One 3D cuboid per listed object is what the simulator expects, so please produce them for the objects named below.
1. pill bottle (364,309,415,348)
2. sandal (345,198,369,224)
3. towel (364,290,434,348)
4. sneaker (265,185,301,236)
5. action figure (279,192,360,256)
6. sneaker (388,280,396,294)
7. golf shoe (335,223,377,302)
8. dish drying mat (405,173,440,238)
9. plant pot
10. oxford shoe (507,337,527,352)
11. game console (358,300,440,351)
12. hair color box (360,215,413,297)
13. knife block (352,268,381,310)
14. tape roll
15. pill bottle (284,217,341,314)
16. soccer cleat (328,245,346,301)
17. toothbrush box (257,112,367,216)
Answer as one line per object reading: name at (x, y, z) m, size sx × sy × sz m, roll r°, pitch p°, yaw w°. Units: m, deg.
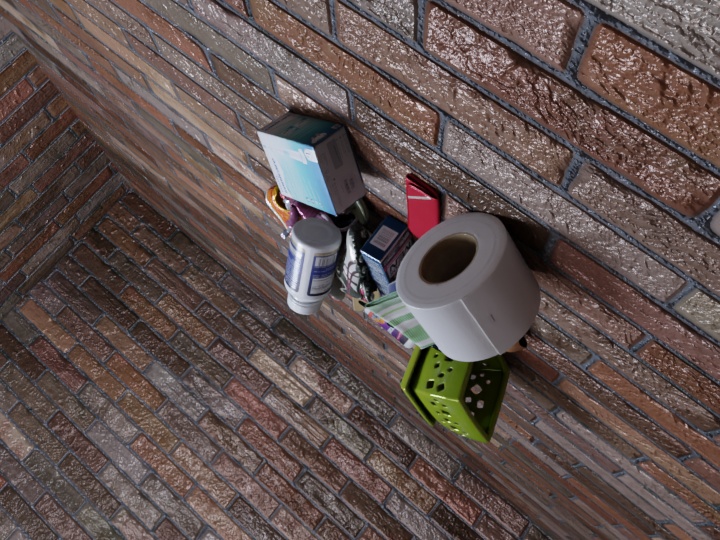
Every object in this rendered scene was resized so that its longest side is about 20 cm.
pill bottle at (0.117, 0.122, 1.703) m, size 0.199 × 0.112 × 0.112 m, roll 40°, pitch 165°, yaw 5°
sandal at (-0.060, -0.164, 1.443) m, size 0.200 × 0.057 × 0.080 m, roll 41°, pitch 165°, yaw 3°
towel at (0.126, 0.090, 1.333) m, size 0.151 × 0.024 × 0.199 m, roll -23°, pitch 140°, yaw 29°
sneaker at (-0.169, -0.139, 1.776) m, size 0.200 × 0.073 × 0.077 m, roll 45°, pitch 155°, yaw -22°
action figure at (-0.109, -0.121, 1.544) m, size 0.199 × 0.135 × 0.149 m, roll 37°, pitch 164°, yaw 4°
sneaker at (0.160, 0.062, 1.383) m, size 0.196 × 0.082 × 0.115 m, roll -12°, pitch 147°, yaw 27°
golf shoe at (-0.017, -0.013, 1.456) m, size 0.087 × 0.078 × 0.202 m, roll 9°, pitch 133°, yaw 20°
dish drying mat at (0.114, -0.104, 1.249) m, size 0.076 × 0.018 × 0.201 m, roll 36°, pitch 164°, yaw 18°
plant pot at (0.213, 0.254, 1.567) m, size 0.179 × 0.201 × 0.201 m, roll 1°, pitch 142°, yaw 36°
oxford shoe at (0.279, 0.089, 1.322) m, size 0.070 × 0.072 × 0.201 m, roll -4°, pitch 140°, yaw 30°
game console at (0.126, 0.092, 1.530) m, size 0.199 × 0.175 × 0.118 m, roll 23°, pitch 141°, yaw 51°
hair color box at (0.072, -0.015, 1.448) m, size 0.060 × 0.100 × 0.201 m, roll 30°, pitch 162°, yaw 29°
knife block at (0.000, 0.000, 1.578) m, size 0.174 × 0.065 × 0.199 m, roll 30°, pitch 136°, yaw -31°
tape roll at (0.175, 0.025, 1.103) m, size 0.202 × 0.203 × 0.140 m, roll 19°, pitch 154°, yaw 54°
pill bottle at (-0.110, -0.005, 1.494) m, size 0.110 × 0.111 × 0.202 m, roll 34°, pitch 131°, yaw 24°
soccer cleat at (-0.051, -0.020, 1.606) m, size 0.068 × 0.202 × 0.085 m, roll 23°, pitch 133°, yaw -23°
toothbrush box at (-0.095, -0.207, 1.297) m, size 0.199 × 0.085 × 0.148 m, roll 23°, pitch 142°, yaw 47°
